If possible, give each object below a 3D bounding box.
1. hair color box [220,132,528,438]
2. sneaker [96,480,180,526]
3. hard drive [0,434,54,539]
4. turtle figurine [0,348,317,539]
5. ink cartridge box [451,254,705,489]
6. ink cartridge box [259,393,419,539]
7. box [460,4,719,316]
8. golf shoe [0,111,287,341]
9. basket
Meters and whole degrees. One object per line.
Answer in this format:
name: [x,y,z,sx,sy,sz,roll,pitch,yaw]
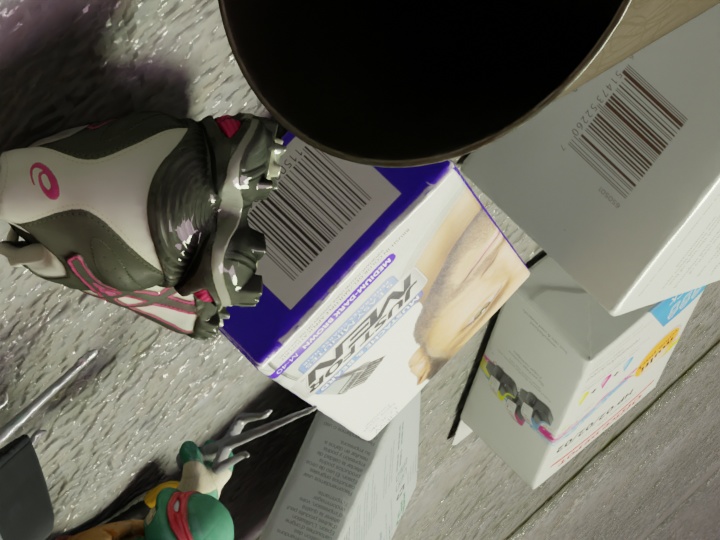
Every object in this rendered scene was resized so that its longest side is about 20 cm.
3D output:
hair color box: [0.000,0.000,1.047,0.109,0.065,0.200,-46,164,1]
sneaker: [-0.137,0.166,1.134,0.200,0.078,0.082,-46,162,-32]
hard drive: [-0.193,0.130,0.837,0.200,0.042,0.135,-34,-178,2]
turtle figurine: [-0.113,0.110,0.962,0.200,0.101,0.150,-30,151,25]
ink cartridge box: [0.129,0.050,1.474,0.115,0.068,0.200,-37,161,-26]
ink cartridge box: [-0.025,0.155,1.263,0.196,0.043,0.200,91,24,-67]
box: [0.169,-0.080,1.206,0.152,0.106,0.200,-54,161,25]
golf shoe: [-0.077,-0.022,0.848,0.200,0.088,0.077,137,-41,-81]
basket: [0.071,-0.133,0.828,0.180,0.136,0.200,-51,166,32]
